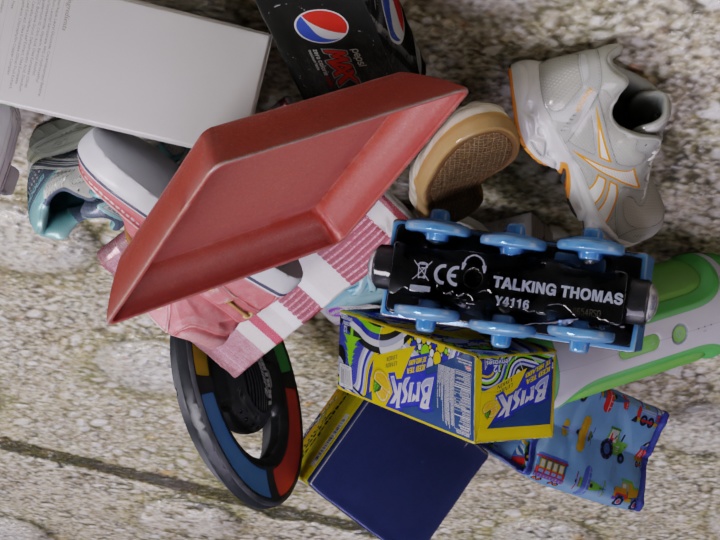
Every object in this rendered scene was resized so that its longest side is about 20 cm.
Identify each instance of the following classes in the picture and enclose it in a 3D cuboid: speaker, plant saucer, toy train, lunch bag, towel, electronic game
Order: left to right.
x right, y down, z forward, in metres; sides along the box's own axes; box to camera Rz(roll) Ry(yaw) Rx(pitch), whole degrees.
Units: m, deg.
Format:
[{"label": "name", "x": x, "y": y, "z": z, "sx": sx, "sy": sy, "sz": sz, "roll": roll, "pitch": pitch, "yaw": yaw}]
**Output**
[{"label": "electronic game", "x": -0.095, "y": 0.090, "z": 1.487, "sx": 0.041, "sy": 0.201, "sz": 0.200, "roll": -17, "pitch": 145, "yaw": 19}, {"label": "towel", "x": -0.074, "y": -0.023, "z": 1.352, "sx": 0.200, "sy": 0.023, "sz": 0.144, "roll": -38, "pitch": 113, "yaw": 25}, {"label": "plant saucer", "x": -0.055, "y": -0.052, "z": 1.177, "sx": 0.199, "sy": 0.037, "sz": 0.200, "roll": -19, "pitch": 162, "yaw": -35}, {"label": "toy train", "x": 0.107, "y": 0.011, "z": 1.287, "sx": 0.199, "sy": 0.087, "sz": 0.114, "roll": 7, "pitch": 177, "yaw": 14}, {"label": "lunch bag", "x": 0.135, "y": 0.129, "z": 1.608, "sx": 0.150, "sy": 0.095, "sz": 0.200, "roll": 22, "pitch": 173, "yaw": -39}, {"label": "speaker", "x": 0.194, "y": 0.044, "z": 1.406, "sx": 0.199, "sy": 0.089, "sz": 0.088, "roll": -15, "pitch": 160, "yaw": -27}]

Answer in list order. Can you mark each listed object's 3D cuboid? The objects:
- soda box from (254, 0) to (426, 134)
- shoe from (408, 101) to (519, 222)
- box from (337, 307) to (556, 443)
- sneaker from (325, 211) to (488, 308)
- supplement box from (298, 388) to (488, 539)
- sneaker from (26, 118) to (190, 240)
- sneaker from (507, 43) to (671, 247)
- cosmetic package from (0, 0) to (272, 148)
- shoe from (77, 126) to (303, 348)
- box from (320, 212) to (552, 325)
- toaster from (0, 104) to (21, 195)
[{"label": "soda box", "x": -0.013, "y": -0.157, "z": 1.177, "sx": 0.070, "sy": 0.064, "sz": 0.200, "roll": -5, "pitch": 150, "yaw": 14}, {"label": "shoe", "x": 0.060, "y": -0.079, "z": 1.270, "sx": 0.070, "sy": 0.054, "sz": 0.200, "roll": -19, "pitch": 168, "yaw": -10}, {"label": "box", "x": 0.059, "y": 0.073, "z": 1.359, "sx": 0.070, "sy": 0.065, "sz": 0.200, "roll": -2, "pitch": -171, "yaw": -29}, {"label": "sneaker", "x": 0.000, "y": 0.000, "z": 1.413, "sx": 0.199, "sy": 0.074, "sz": 0.082, "roll": -7, "pitch": -170, "yaw": 19}, {"label": "supplement box", "x": 0.017, "y": 0.159, "z": 1.577, "sx": 0.109, "sy": 0.110, "sz": 0.200, "roll": 37, "pitch": 173, "yaw": -6}, {"label": "sneaker", "x": -0.158, "y": -0.072, "z": 1.323, "sx": 0.199, "sy": 0.087, "sz": 0.078, "roll": -20, "pitch": 142, "yaw": 36}, {"label": "sneaker", "x": 0.179, "y": -0.082, "z": 1.277, "sx": 0.092, "sy": 0.076, "sz": 0.200, "roll": -16, "pitch": 146, "yaw": 25}, {"label": "cosmetic package", "x": -0.166, "y": -0.134, "z": 1.181, "sx": 0.199, "sy": 0.085, "sz": 0.108, "roll": 13, "pitch": -177, "yaw": -12}, {"label": "shoe", "x": -0.136, "y": -0.016, "z": 1.281, "sx": 0.091, "sy": 0.072, "sz": 0.200, "roll": -42, "pitch": 131, "yaw": 17}, {"label": "box", "x": 0.056, "y": 0.000, "z": 1.468, "sx": 0.199, "sy": 0.042, "sz": 0.039, "roll": -14, "pitch": 146, "yaw": 28}, {"label": "toaster", "x": -0.325, "y": -0.098, "z": 1.254, "sx": 0.129, "sy": 0.114, "sz": 0.200, "roll": -5, "pitch": 153, "yaw": 44}]
